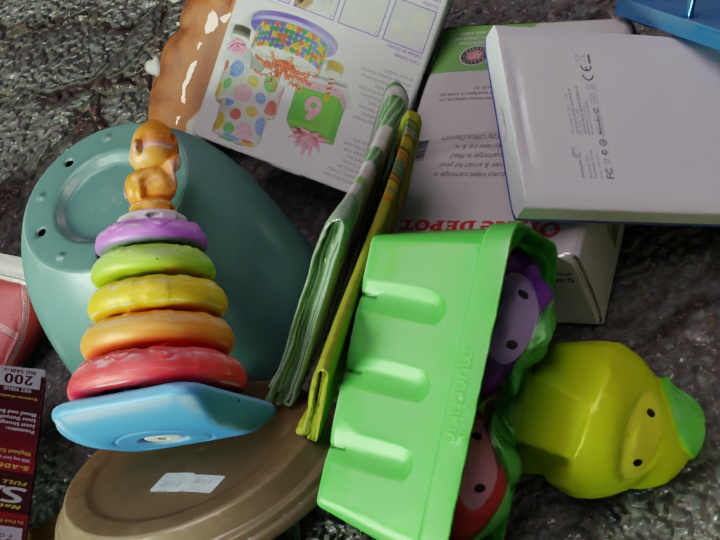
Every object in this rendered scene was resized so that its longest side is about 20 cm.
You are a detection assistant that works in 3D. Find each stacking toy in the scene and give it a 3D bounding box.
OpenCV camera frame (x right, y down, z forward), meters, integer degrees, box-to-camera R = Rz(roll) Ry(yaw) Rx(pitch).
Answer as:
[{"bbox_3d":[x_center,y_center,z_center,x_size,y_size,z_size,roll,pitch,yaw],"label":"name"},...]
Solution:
[{"bbox_3d":[-0.125,0.004,0.946,0.109,0.116,0.202,-11,75,24],"label":"stacking toy"}]

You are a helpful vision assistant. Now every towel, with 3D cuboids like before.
[{"bbox_3d":[0.000,0.000,0.945,0.018,0.086,0.201,16,55,5],"label":"towel"},{"bbox_3d":[-0.012,-0.022,1.003,0.023,0.154,0.201,21,34,3],"label":"towel"}]

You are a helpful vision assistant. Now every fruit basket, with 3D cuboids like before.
[{"bbox_3d":[0.097,0.080,0.903,0.213,0.155,0.218,-2,84,18],"label":"fruit basket"}]

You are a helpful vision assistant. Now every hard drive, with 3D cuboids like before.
[{"bbox_3d":[0.184,-0.092,1.002,0.198,0.025,0.133,1,64,-17],"label":"hard drive"}]

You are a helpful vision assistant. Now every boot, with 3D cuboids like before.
[{"bbox_3d":[-0.338,0.050,1.196,0.198,0.073,0.145,11,62,26],"label":"boot"}]

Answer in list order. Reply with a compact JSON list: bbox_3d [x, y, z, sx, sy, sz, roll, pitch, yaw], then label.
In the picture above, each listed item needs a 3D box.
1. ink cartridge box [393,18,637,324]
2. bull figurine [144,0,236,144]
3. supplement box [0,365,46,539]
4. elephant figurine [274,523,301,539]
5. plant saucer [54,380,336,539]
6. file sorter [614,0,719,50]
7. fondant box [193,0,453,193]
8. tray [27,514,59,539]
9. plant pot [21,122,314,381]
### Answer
[{"bbox_3d":[0.109,-0.069,1.067,0.144,0.084,0.202,2,56,26],"label":"ink cartridge box"},{"bbox_3d":[-0.133,-0.148,1.211,0.201,0.065,0.122,-61,30,25],"label":"bull figurine"},{"bbox_3d":[-0.272,0.140,1.036,0.108,0.061,0.201,8,31,-12],"label":"supplement box"},{"bbox_3d":[-0.106,0.250,0.903,0.199,0.142,0.155,-30,4,11],"label":"elephant figurine"},{"bbox_3d":[-0.101,0.125,0.964,0.198,0.030,0.200,-17,22,7],"label":"plant saucer"},{"bbox_3d":[0.297,-0.204,1.019,0.199,0.124,0.138,28,29,37],"label":"file sorter"},{"bbox_3d":[-0.019,-0.168,1.115,0.143,0.058,0.202,20,99,3],"label":"fondant box"},{"bbox_3d":[-0.157,0.192,1.029,0.199,0.037,0.099,-29,49,3],"label":"tray"},{"bbox_3d":[-0.144,-0.005,1.086,0.198,0.161,0.202,-13,52,16],"label":"plant pot"}]
